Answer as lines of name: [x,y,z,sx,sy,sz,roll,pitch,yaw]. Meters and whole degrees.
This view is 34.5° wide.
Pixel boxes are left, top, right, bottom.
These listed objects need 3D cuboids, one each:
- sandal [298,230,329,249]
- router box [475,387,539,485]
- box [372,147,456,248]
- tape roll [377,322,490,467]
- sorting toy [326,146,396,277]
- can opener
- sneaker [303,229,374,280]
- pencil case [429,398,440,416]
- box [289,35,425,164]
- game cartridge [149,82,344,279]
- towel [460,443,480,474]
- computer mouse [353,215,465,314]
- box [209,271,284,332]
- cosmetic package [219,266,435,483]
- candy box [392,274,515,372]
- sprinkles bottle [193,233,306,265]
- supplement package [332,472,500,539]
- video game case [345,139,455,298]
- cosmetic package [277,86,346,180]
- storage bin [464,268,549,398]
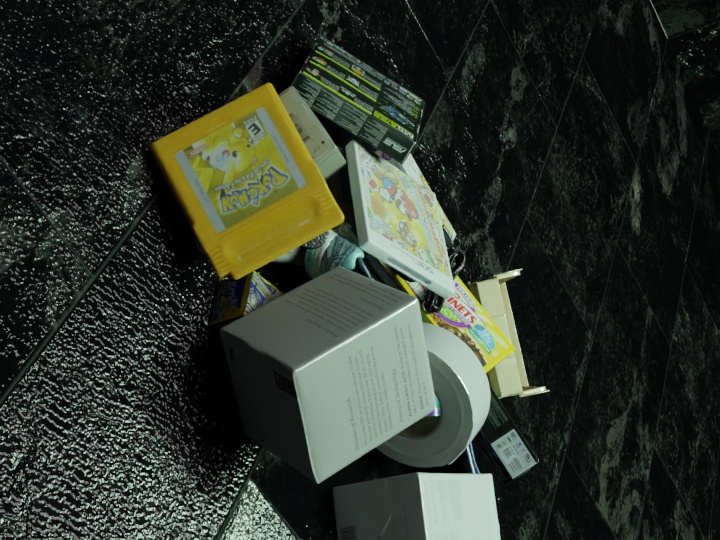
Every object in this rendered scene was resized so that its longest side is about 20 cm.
sandal: [-0.123,-0.096,1.487,0.199,0.045,0.075,33,74,6]
router box: [0.199,0.235,1.820,0.201,0.052,0.157,58,-5,13]
box: [0.085,-0.118,1.807,0.201,0.038,0.042,59,35,-23]
tape roll: [0.083,0.179,1.662,0.071,0.201,0.204,-39,110,-55]
sorting toy: [0.036,-0.086,1.822,0.198,0.069,0.202,13,66,-54]
can opener: [0.000,0.000,1.692,0.200,0.066,0.053,49,45,-5]
sneaker: [-0.022,0.031,1.620,0.078,0.086,0.201,-53,150,-28]
pencil case: [0.074,0.163,1.762,0.201,0.085,0.092,68,20,-10]
box: [-0.001,-0.258,1.735,0.199,0.048,0.194,31,29,-9]
game cartridge: [-0.141,-0.109,1.447,0.201,0.175,0.032,60,-7,9]
towel: [0.170,0.285,1.812,0.200,0.024,0.146,79,-2,-75]
computer mouse: [0.085,-0.047,1.741,0.200,0.046,0.141,47,51,-14]
box: [-0.108,0.084,1.541,0.200,0.064,0.071,42,45,-41]
cosmetic package: [-0.039,0.123,1.444,0.199,0.164,0.166,-28,121,-29]
candy box: [0.141,0.069,1.775,0.102,0.026,0.200,-31,78,-40]
sprinkles bottle: [-0.133,-0.045,1.551,0.199,0.068,0.069,6,72,-56]
supplement package: [0.084,0.370,1.629,0.199,0.150,0.153,14,65,-53]
video game case: [0.057,-0.074,1.670,0.181,0.023,0.201,30,37,-36]
cosmetic package: [-0.080,-0.175,1.580,0.106,0.071,0.200,54,2,4]
storage bin: [0.233,0.111,1.930,0.199,0.093,0.202,117,-38,-84]
